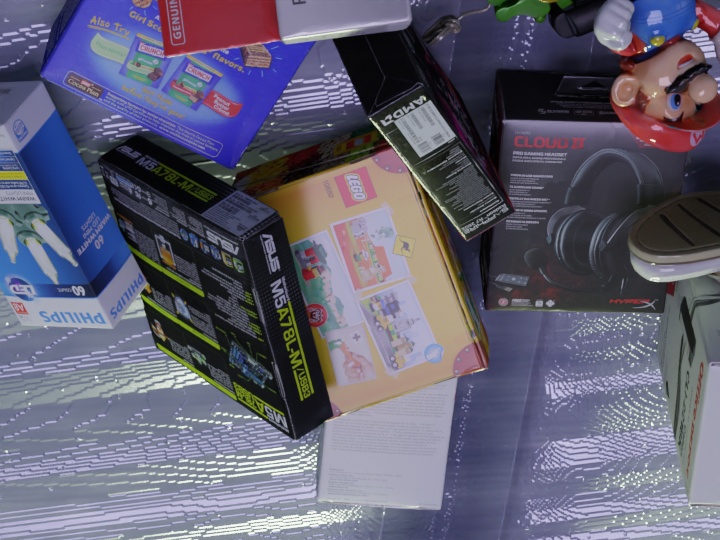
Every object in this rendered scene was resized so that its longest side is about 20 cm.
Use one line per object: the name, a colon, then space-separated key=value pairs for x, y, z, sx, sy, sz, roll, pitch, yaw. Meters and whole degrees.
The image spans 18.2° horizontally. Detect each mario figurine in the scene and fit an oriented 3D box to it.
mario figurine: x=0.230 y=-0.175 z=1.619 sx=0.122 sy=0.106 sz=0.201 roll=-10 pitch=120 yaw=6

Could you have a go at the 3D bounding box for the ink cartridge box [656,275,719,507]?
ink cartridge box: x=0.294 y=0.072 z=1.789 sx=0.083 sy=0.201 sz=0.145 roll=0 pitch=125 yaw=-3

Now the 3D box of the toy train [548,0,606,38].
toy train: x=0.232 y=-0.224 z=1.675 sx=0.199 sy=0.046 sz=0.034 roll=-24 pitch=123 yaw=14

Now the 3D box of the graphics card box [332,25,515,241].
graphics card box: x=0.041 y=-0.121 z=1.649 sx=0.051 sy=0.126 sz=0.200 roll=-29 pitch=145 yaw=10

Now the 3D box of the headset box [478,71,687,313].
headset box: x=0.174 y=-0.068 z=1.763 sx=0.147 sy=0.078 sz=0.201 roll=2 pitch=126 yaw=-3

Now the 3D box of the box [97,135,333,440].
box: x=-0.113 y=0.012 z=1.746 sx=0.047 sy=0.199 sz=0.194 roll=-34 pitch=128 yaw=-24

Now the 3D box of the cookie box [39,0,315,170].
cookie box: x=-0.117 y=-0.200 z=1.662 sx=0.170 sy=0.075 sz=0.200 roll=26 pitch=120 yaw=-19

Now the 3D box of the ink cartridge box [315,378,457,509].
ink cartridge box: x=0.024 y=0.103 z=1.889 sx=0.108 sy=0.050 sz=0.202 roll=4 pitch=116 yaw=-4

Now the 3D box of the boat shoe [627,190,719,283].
boat shoe: x=0.286 y=-0.023 z=1.735 sx=0.199 sy=0.075 sz=0.069 roll=-19 pitch=134 yaw=-30

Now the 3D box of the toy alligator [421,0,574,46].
toy alligator: x=0.139 y=-0.213 z=1.670 sx=0.199 sy=0.059 sz=0.054 roll=-36 pitch=118 yaw=20

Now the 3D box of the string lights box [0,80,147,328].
string lights box: x=-0.256 y=-0.050 z=1.749 sx=0.102 sy=0.059 sz=0.201 roll=1 pitch=130 yaw=34

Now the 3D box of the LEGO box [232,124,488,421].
LEGO box: x=0.000 y=0.000 z=1.771 sx=0.148 sy=0.077 sz=0.201 roll=-18 pitch=107 yaw=9

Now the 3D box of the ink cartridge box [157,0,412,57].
ink cartridge box: x=-0.063 y=-0.256 z=1.539 sx=0.174 sy=0.045 sz=0.202 roll=-8 pitch=91 yaw=0
